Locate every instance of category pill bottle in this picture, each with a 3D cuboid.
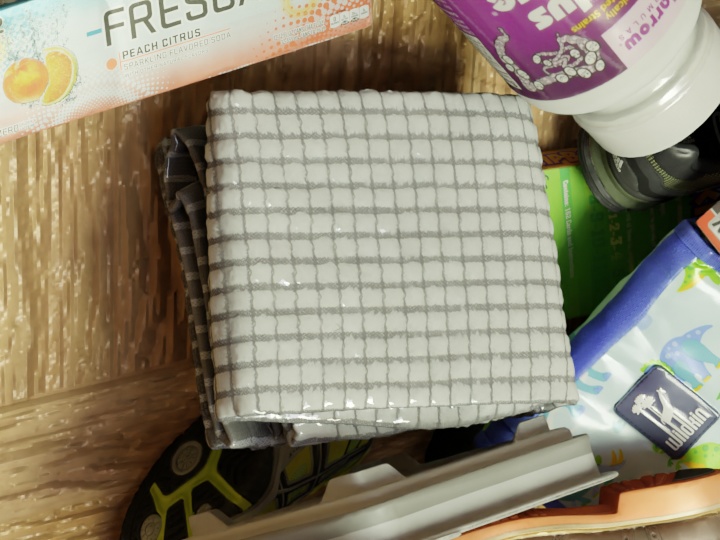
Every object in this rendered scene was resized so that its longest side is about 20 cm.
[{"bbox_3d":[0.094,-0.146,1.328,0.112,0.112,0.200,-46,124,-1],"label":"pill bottle"}]

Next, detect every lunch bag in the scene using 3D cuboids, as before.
[{"bbox_3d":[0.176,0.067,1.490,0.200,0.128,0.170,27,111,-44],"label":"lunch bag"}]

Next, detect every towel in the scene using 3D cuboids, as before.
[{"bbox_3d":[0.000,0.000,1.342,0.200,0.086,0.166,-3,83,-32],"label":"towel"}]

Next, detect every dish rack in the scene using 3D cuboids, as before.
[{"bbox_3d":[0.009,0.114,1.342,0.200,0.171,0.044,-12,85,-48],"label":"dish rack"}]

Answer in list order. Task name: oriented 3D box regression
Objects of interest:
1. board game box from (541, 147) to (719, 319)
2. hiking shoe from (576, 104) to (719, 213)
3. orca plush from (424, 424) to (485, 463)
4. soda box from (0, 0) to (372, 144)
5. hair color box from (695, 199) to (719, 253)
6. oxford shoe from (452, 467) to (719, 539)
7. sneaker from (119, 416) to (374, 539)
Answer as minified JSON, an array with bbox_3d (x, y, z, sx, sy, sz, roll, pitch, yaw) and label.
[{"bbox_3d":[0.139,-0.023,1.499,0.200,0.030,0.096,-7,121,-27],"label":"board game box"},{"bbox_3d":[0.216,-0.081,1.449,0.200,0.101,0.076,-24,95,-27],"label":"hiking shoe"},{"bbox_3d":[0.056,0.163,1.547,0.105,0.071,0.200,-71,154,-42],"label":"orca plush"},{"bbox_3d":[-0.096,-0.125,1.262,0.200,0.064,0.069,-20,125,-24],"label":"soda box"},{"bbox_3d":[0.260,-0.008,1.455,0.064,0.111,0.200,-43,165,20],"label":"hair color box"},{"bbox_3d":[0.095,0.155,1.409,0.200,0.071,0.073,-12,91,2],"label":"oxford shoe"},{"bbox_3d":[-0.040,0.098,1.422,0.200,0.075,0.076,-46,131,0],"label":"sneaker"}]
